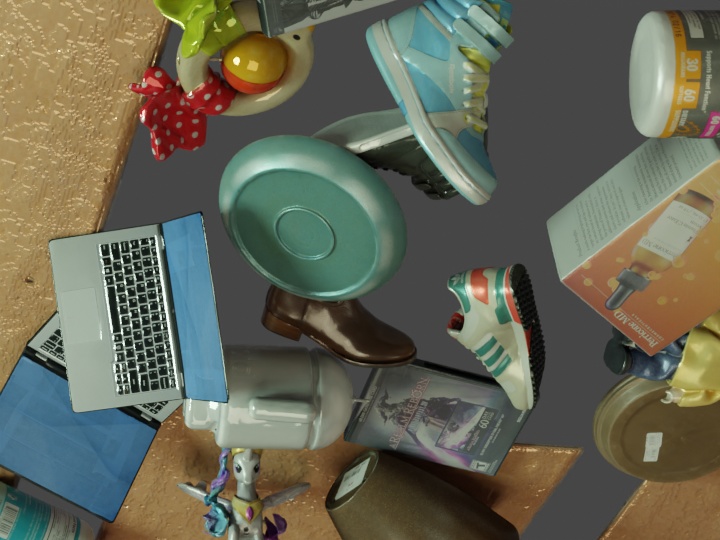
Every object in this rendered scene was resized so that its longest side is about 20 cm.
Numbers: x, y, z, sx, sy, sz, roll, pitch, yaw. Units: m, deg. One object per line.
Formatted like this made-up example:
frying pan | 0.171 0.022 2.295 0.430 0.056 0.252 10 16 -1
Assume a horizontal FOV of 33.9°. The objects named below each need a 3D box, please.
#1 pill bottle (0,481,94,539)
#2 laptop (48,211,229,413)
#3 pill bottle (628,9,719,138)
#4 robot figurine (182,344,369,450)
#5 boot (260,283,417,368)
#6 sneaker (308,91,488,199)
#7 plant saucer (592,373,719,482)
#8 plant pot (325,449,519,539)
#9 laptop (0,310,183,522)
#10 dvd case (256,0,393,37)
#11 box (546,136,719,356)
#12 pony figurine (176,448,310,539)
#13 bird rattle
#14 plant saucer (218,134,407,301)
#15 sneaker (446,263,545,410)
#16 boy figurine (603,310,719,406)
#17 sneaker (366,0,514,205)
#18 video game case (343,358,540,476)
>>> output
pill bottle | -0.413 0.346 1.481 0.200 0.111 0.111 32 121 -22
laptop | -0.229 0.047 1.199 0.199 0.116 0.188 -8 90 7
pill bottle | 0.356 -0.180 1.084 0.199 0.117 0.117 0 128 0
robot figurine | -0.094 0.139 1.299 0.199 0.170 0.114 3 99 -12
boot | 0.000 0.000 1.255 0.185 0.064 0.201 15 122 -9
sneaker | 0.037 -0.106 1.164 0.199 0.071 0.100 -15 121 5
plant saucer | 0.380 0.188 1.421 0.199 0.030 0.201 0 128 0
plant pot | 0.058 0.318 1.441 0.200 0.187 0.187 44 117 -12
laptop | -0.290 0.148 1.319 0.187 0.116 0.200 34 120 -24
dvd case | 0.000 -0.294 1.004 0.199 0.025 0.151 -20 129 -16
box | 0.317 -0.038 1.198 0.152 0.107 0.200 36 119 -25
pony figurine | -0.133 0.293 1.391 0.166 0.201 0.193 0 163 -9
bird rattle | -0.122 -0.187 1.090 0.162 0.113 0.201 -2 132 -20
plant saucer | -0.052 -0.042 1.171 0.199 0.027 0.201 11 131 14
sneaker | 0.149 0.074 1.317 0.093 0.070 0.200 1 132 21
boy figurine | 0.381 0.093 1.325 0.199 0.064 0.125 10 99 -12
sneaker | 0.100 -0.169 1.061 0.130 0.201 0.079 -32 166 15
video game case | 0.095 0.173 1.413 0.199 0.019 0.143 14 126 -12
